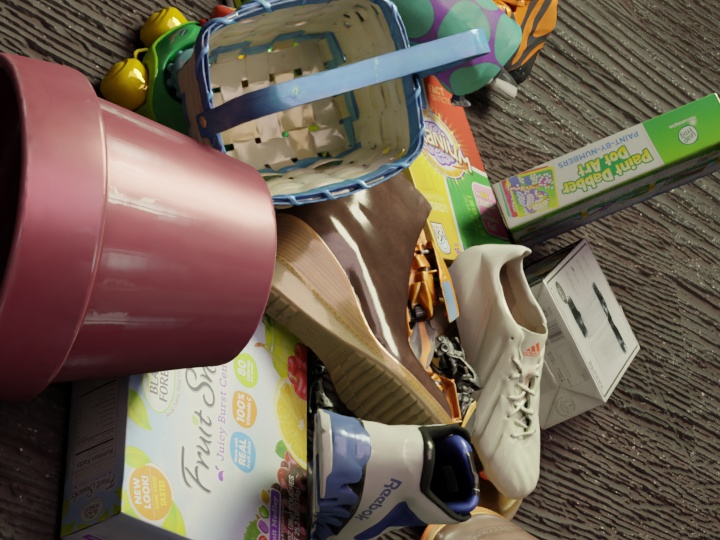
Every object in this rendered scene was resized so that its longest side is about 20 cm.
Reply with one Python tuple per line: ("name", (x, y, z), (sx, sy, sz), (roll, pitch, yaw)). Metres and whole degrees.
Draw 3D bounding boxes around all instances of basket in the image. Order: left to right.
("basket", (-0.026, -0.118, 1.233), (0.175, 0.200, 0.141), (-16, 89, -22))

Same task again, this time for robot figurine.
("robot figurine", (0.017, 0.051, 1.395), (0.144, 0.058, 0.202), (-9, 76, -20))

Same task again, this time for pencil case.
("pencil case", (0.039, -0.223, 1.513), (0.199, 0.092, 0.086), (37, 63, -34))

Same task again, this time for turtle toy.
("turtle toy", (-0.094, -0.141, 1.383), (0.146, 0.101, 0.201), (49, 39, -20))

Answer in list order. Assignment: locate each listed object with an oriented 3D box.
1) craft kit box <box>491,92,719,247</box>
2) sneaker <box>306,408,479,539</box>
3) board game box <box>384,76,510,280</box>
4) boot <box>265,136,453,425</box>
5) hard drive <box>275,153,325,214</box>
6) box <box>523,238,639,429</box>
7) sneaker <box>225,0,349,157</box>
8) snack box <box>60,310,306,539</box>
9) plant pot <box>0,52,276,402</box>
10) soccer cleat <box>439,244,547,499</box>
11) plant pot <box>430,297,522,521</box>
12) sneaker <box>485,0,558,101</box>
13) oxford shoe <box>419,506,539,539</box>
("craft kit box", (0.213, -0.079, 1.588), (0.198, 0.198, 0.049), (25, 43, -84))
("sneaker", (0.021, 0.154, 1.269), (0.114, 0.200, 0.081), (3, 67, -4))
("board game box", (0.054, -0.090, 1.561), (0.153, 0.040, 0.202), (5, 63, -60))
("boot", (0.021, 0.010, 1.342), (0.200, 0.072, 0.167), (44, 52, -15))
("hard drive", (0.000, 0.000, 1.483), (0.132, 0.025, 0.201), (-36, 99, -53))
("box", (0.177, 0.051, 1.600), (0.117, 0.060, 0.200), (63, 20, -3))
("sneaker", (-0.038, -0.189, 1.487), (0.074, 0.081, 0.201), (-15, 70, -54))
("snack box", (-0.113, 0.103, 1.248), (0.168, 0.067, 0.202), (29, 47, -39))
("plant pot", (-0.157, -0.017, 1.120), (0.177, 0.200, 0.202), (9, 62, -30))
("soccer cleat", (0.116, 0.078, 1.454), (0.069, 0.077, 0.202), (-9, 87, -55))
("plant pot", (0.087, 0.120, 1.492), (0.199, 0.027, 0.202), (22, 63, -51))
("sneaker", (0.105, -0.238, 1.661), (0.077, 0.113, 0.199), (37, 7, 34))
("oxford shoe", (0.123, 0.232, 1.443), (0.199, 0.073, 0.072), (19, 89, -44))
